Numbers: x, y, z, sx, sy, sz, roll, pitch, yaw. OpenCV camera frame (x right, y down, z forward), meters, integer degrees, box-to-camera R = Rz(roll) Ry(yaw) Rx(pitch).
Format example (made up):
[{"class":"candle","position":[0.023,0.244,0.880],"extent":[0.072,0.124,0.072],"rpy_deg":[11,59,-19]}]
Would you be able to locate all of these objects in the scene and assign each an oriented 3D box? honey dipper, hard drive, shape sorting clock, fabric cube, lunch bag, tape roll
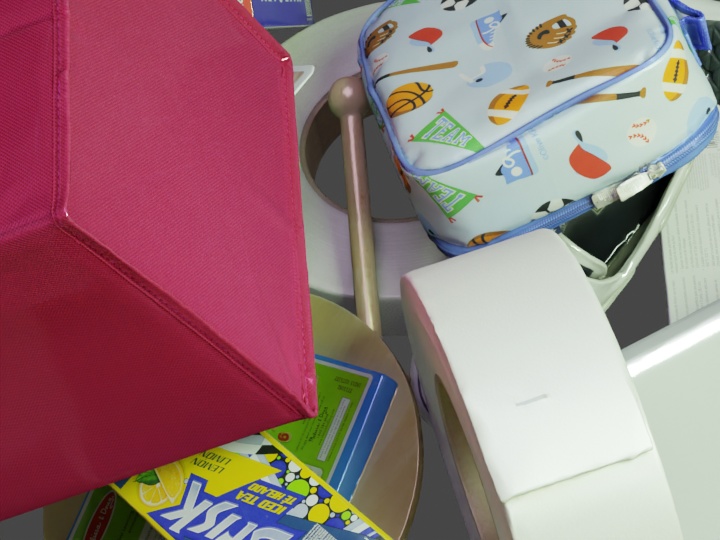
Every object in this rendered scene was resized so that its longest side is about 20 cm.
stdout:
[{"class":"honey dipper","position":[0.000,0.000,1.236],"extent":[0.038,0.038,0.201],"rpy_deg":[-7,76,4]},{"class":"hard drive","position":[0.217,0.059,1.157],"extent":[0.200,0.132,0.026],"rpy_deg":[-26,17,-10]},{"class":"shape sorting clock","position":[-0.062,0.102,1.198],"extent":[0.199,0.039,0.200],"rpy_deg":[-8,64,17]},{"class":"fabric cube","position":[-0.154,-0.027,1.063],"extent":[0.199,0.196,0.200],"rpy_deg":[-19,55,21]},{"class":"lunch bag","position":[0.086,-0.092,1.200],"extent":[0.160,0.076,0.200],"rpy_deg":[-26,32,5]},{"class":"tape roll","position":[0.024,-0.058,1.319],"extent":[0.202,0.037,0.203],"rpy_deg":[-5,54,6]},{"class":"tape roll","position":[0.081,0.085,1.106],"extent":[0.071,0.203,0.203],"rpy_deg":[-17,54,-4]}]

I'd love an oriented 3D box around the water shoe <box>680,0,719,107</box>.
[{"class":"water shoe","position":[0.163,-0.135,1.347],"extent":[0.200,0.072,0.079],"rpy_deg":[25,34,26]}]

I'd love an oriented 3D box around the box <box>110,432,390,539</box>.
[{"class":"box","position":[-0.045,0.110,1.099],"extent":[0.064,0.070,0.200],"rpy_deg":[-48,50,-5]}]

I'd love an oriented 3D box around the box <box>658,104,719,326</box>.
[{"class":"box","position":[0.171,0.006,1.248],"extent":[0.041,0.039,0.200],"rpy_deg":[-7,54,6]}]

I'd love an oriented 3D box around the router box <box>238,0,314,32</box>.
[{"class":"router box","position":[-0.128,-0.139,1.305],"extent":[0.179,0.200,0.049],"rpy_deg":[-7,95,9]}]

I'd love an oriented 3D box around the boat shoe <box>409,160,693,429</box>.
[{"class":"boat shoe","position":[0.098,-0.003,1.218],"extent":[0.072,0.066,0.200],"rpy_deg":[43,86,0]}]

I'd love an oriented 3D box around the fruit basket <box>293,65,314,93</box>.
[{"class":"fruit basket","position":[-0.134,-0.047,1.277],"extent":[0.200,0.094,0.185],"rpy_deg":[16,60,49]}]
